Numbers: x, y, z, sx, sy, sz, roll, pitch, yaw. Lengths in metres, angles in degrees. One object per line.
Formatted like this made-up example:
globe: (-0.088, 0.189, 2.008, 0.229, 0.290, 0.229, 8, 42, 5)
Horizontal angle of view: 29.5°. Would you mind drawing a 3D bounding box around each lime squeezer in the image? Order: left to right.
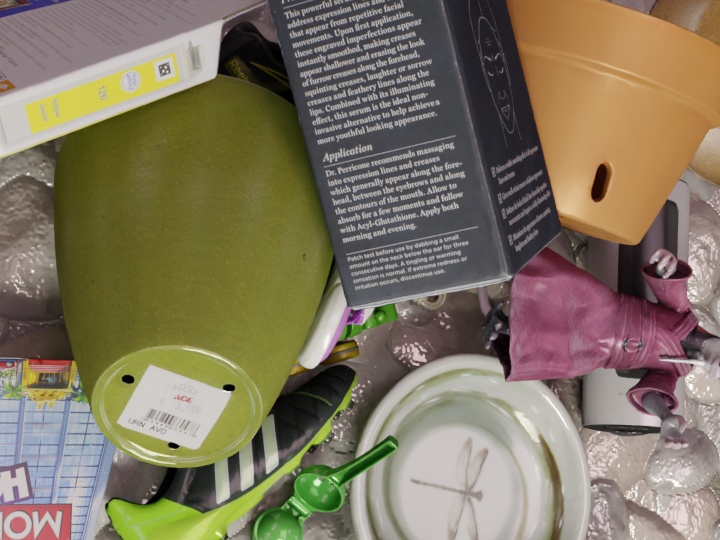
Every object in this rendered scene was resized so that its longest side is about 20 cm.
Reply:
lime squeezer: (-0.042, 0.175, 0.931, 0.038, 0.071, 0.200, 39, 102, -24)

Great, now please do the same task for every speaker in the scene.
speaker: (0.217, 0.030, 1.080, 0.081, 0.081, 0.200, 10, 78, -25)

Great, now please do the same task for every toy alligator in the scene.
toy alligator: (-0.010, 0.033, 0.978, 0.200, 0.054, 0.059, -15, 89, -28)

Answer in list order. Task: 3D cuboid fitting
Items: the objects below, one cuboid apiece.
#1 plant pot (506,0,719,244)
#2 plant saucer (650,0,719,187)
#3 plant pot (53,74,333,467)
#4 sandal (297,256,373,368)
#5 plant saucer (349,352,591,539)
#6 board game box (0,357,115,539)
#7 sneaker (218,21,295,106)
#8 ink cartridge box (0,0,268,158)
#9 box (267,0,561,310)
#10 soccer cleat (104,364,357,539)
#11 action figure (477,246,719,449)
plant pot: (0.154, -0.103, 0.973, 0.200, 0.200, 0.140, 17, 91, -24)
plant saucer: (0.335, -0.170, 1.195, 0.200, 0.035, 0.200, 4, 81, -26)
plant pot: (-0.101, 0.014, 0.815, 0.187, 0.187, 0.200, 25, 34, -21)
sandal: (0.003, -0.005, 0.931, 0.050, 0.082, 0.203, 24, 36, -6)
plant saucer: (0.074, 0.162, 1.003, 0.200, 0.050, 0.200, 5, 79, -27)
board game box: (-0.243, 0.154, 0.839, 0.200, 0.062, 0.200, 3, 80, -26)
sneaker: (-0.014, -0.119, 0.964, 0.200, 0.074, 0.085, 8, 117, -23)
ink cartridge box: (-0.179, -0.152, 0.854, 0.200, 0.198, 0.047, -23, 126, -28)
box: (0.039, -0.094, 0.844, 0.148, 0.107, 0.200, -30, 108, -67)
soccer cleat: (-0.083, 0.119, 0.926, 0.081, 0.068, 0.200, 48, 65, 1)
action figure: (0.186, 0.051, 1.001, 0.200, 0.149, 0.134, 13, 86, -6)
